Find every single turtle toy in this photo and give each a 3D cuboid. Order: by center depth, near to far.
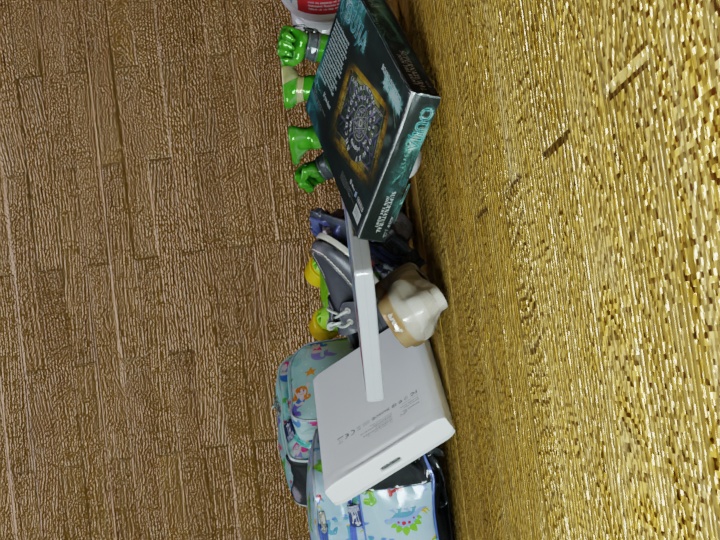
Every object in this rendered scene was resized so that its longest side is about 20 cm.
[{"bbox_3d":[-0.001,-0.011,1.501,0.146,0.100,0.201,125,146,-54],"label":"turtle toy"}]

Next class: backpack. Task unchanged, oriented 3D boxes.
[{"bbox_3d":[0.019,0.251,1.269,0.183,0.146,0.202,-97,-2,-72],"label":"backpack"},{"bbox_3d":[-0.015,0.162,1.437,0.200,0.176,0.152,-105,9,-59],"label":"backpack"}]

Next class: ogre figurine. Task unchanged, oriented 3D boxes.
[{"bbox_3d":[-0.025,-0.180,1.381,0.098,0.119,0.202,-91,-4,-72],"label":"ogre figurine"}]

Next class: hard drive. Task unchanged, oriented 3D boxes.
[{"bbox_3d":[0.017,0.129,1.195,0.027,0.131,0.200,52,-169,-24],"label":"hard drive"}]

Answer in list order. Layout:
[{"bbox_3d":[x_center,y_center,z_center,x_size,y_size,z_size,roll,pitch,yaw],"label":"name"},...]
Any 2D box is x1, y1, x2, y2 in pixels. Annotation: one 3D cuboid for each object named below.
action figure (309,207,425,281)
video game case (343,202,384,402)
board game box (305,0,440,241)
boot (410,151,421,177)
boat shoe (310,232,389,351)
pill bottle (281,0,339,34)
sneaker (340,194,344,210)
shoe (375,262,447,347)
[{"bbox_3d":[0.025,-0.071,1.261,0.200,0.104,0.195,29,139,50],"label":"action figure"},{"bbox_3d":[0.000,0.000,1.124,0.201,0.017,0.144,-97,1,-54],"label":"video game case"},{"bbox_3d":[0.005,-0.138,1.016,0.201,0.028,0.136,-111,35,-48],"label":"board game box"},{"bbox_3d":[0.010,-0.168,1.115,0.201,0.073,0.096,-104,7,-51],"label":"boot"},{"bbox_3d":[-0.002,0.050,1.298,0.073,0.063,0.201,21,148,57],"label":"boat shoe"},{"bbox_3d":[-0.044,-0.357,1.399,0.201,0.111,0.113,86,176,-57],"label":"pill bottle"},{"bbox_3d":[0.012,-0.096,1.365,0.073,0.071,0.201,-84,-6,-57],"label":"sneaker"},{"bbox_3d":[0.050,0.030,1.120,0.070,0.053,0.200,52,-177,-3],"label":"shoe"}]
